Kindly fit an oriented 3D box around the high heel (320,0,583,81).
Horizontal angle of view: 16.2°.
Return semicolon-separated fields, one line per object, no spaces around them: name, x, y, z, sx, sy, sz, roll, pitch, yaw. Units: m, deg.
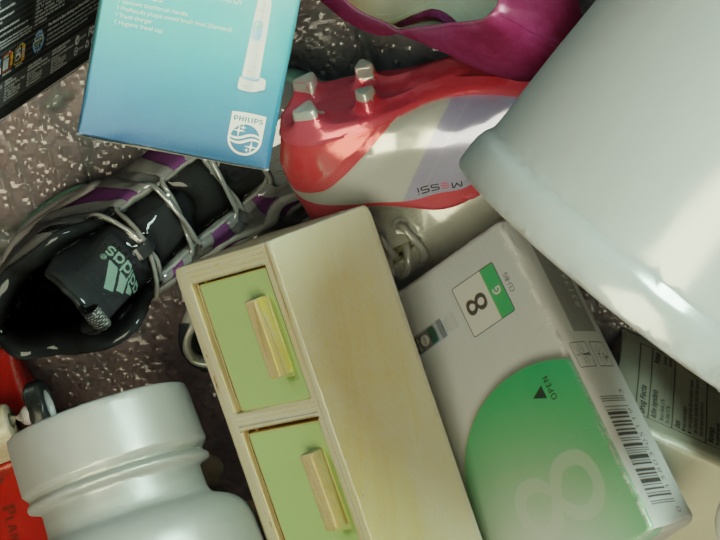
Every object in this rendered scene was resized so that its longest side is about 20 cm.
high heel;0.018;-0.131;1.106;0.200;0.096;0.067;36;98;35

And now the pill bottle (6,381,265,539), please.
pill bottle;-0.092;0.160;1.167;0.114;0.114;0.200;-22;81;18

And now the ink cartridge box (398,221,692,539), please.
ink cartridge box;0.039;0.094;1.190;0.200;0.050;0.161;-35;70;28

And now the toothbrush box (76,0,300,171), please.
toothbrush box;-0.060;-0.160;1.081;0.085;0.146;0.200;11;106;-5

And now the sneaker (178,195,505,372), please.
sneaker;0.000;0.000;1.224;0.200;0.071;0.073;-30;106;20

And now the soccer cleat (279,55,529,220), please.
soccer cleat;0.061;-0.067;1.162;0.200;0.067;0.077;-11;124;7

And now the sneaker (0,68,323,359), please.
sneaker;-0.098;-0.013;1.195;0.200;0.140;0.078;-34;103;22

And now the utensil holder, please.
utensil holder;0.166;-0.069;1.003;0.170;0.170;0.200;37;99;-8

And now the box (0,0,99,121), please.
box;-0.145;-0.159;1.104;0.044;0.200;0.160;15;117;15

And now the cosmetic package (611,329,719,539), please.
cosmetic package;0.200;0.115;1.226;0.200;0.104;0.073;23;114;0

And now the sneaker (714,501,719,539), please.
sneaker;0.196;0.064;1.154;0.081;0.200;0.077;31;126;11

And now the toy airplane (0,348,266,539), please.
toy airplane;-0.155;0.162;1.286;0.200;0.141;0.199;26;84;12

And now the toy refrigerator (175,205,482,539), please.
toy refrigerator;-0.011;0.079;1.150;0.076;0.070;0.200;-14;96;50
